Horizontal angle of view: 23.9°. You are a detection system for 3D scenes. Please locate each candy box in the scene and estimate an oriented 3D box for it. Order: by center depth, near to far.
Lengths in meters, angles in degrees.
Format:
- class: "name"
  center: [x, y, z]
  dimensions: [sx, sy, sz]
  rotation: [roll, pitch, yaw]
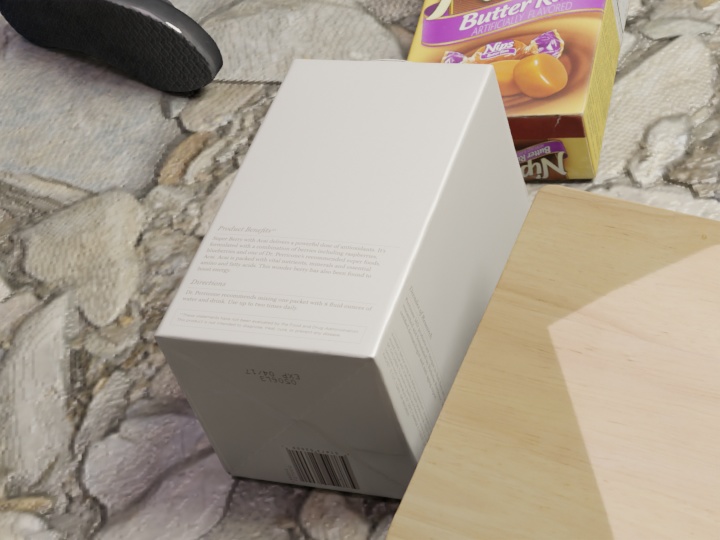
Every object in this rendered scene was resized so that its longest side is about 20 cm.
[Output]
- class: "candy box"
  center: [0.096, -0.143, 1.032]
  dimensions: [0.116, 0.057, 0.200]
  rotation: [-1, 47, 19]

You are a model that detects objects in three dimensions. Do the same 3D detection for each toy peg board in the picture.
- class: "toy peg board"
  center: [0.149, 0.086, 0.793]
  dimensions: [0.199, 0.098, 0.200]
  rotation: [15, 70, 30]

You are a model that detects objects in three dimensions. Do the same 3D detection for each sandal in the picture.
- class: "sandal"
  center: [-0.168, -0.173, 1.134]
  dimensions: [0.200, 0.076, 0.043]
  rotation: [22, 60, 34]

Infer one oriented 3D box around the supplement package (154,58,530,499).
- class: "supplement package"
  center: [0.000, 0.000, 0.886]
  dimensions: [0.121, 0.120, 0.200]
  rotation: [5, 51, 25]
